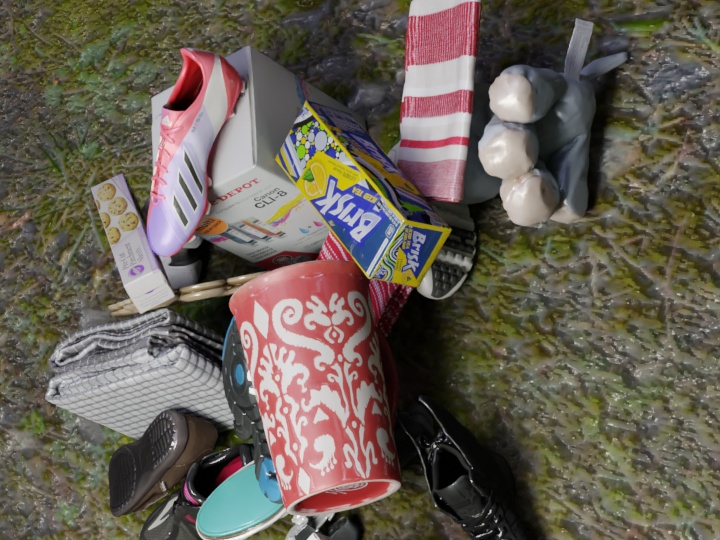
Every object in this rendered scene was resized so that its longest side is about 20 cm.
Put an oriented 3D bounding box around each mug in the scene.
[{"bbox_3d":[-0.016,0.108,1.391,0.133,0.176,0.202,-44,54,53],"label":"mug"}]

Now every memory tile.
[{"bbox_3d":[-0.179,0.026,1.609,0.200,0.152,0.017,165,94,-72],"label":"memory tile"}]

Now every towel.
[{"bbox_3d":[0.000,0.000,1.521,0.145,0.022,0.201,63,143,35],"label":"towel"},{"bbox_3d":[0.070,-0.165,1.432,0.144,0.023,0.203,-173,89,-69],"label":"towel"},{"bbox_3d":[-0.210,0.110,1.626,0.199,0.165,0.086,-18,55,34],"label":"towel"}]

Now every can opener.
[{"bbox_3d":[0.001,0.212,1.482,0.200,0.066,0.053,-47,13,12],"label":"can opener"}]

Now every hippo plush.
[{"bbox_3d":[0.128,-0.140,1.442,0.160,0.159,0.202,5,76,41],"label":"hippo plush"}]

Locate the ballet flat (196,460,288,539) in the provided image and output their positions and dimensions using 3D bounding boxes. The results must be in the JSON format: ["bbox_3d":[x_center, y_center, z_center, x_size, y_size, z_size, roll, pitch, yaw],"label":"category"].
[{"bbox_3d":[-0.072,0.207,1.516,0.200,0.069,0.070,-41,49,2],"label":"ballet flat"}]

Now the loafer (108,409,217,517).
[{"bbox_3d":[-0.213,0.214,1.643,0.200,0.070,0.074,-39,50,48],"label":"loafer"}]

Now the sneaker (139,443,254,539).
[{"bbox_3d":[-0.164,0.231,1.588,0.199,0.083,0.077,-38,51,22],"label":"sneaker"}]

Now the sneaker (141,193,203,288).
[{"bbox_3d":[-0.205,-0.069,1.700,0.075,0.201,0.115,6,61,-3],"label":"sneaker"}]

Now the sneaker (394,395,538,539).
[{"bbox_3d":[0.101,0.210,1.355,0.060,0.104,0.201,-36,52,22],"label":"sneaker"}]

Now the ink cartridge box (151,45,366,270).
[{"bbox_3d":[-0.102,-0.110,1.599,0.144,0.199,0.146,-23,58,32],"label":"ink cartridge box"}]

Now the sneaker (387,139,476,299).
[{"bbox_3d":[0.064,-0.057,1.531,0.081,0.075,0.202,-30,49,41],"label":"sneaker"}]

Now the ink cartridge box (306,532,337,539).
[{"bbox_3d":[-0.035,0.331,1.357,0.200,0.196,0.043,-47,47,14],"label":"ink cartridge box"}]

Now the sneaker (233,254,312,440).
[{"bbox_3d":[-0.069,0.084,1.569,0.076,0.090,0.202,155,130,-68],"label":"sneaker"}]

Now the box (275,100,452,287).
[{"bbox_3d":[0.000,-0.072,1.431,0.070,0.064,0.200,-59,44,23],"label":"box"}]

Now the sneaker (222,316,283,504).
[{"bbox_3d":[-0.077,0.128,1.477,0.073,0.081,0.202,-55,48,52],"label":"sneaker"}]

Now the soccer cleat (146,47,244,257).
[{"bbox_3d":[-0.174,-0.115,1.476,0.066,0.076,0.202,17,85,41],"label":"soccer cleat"}]

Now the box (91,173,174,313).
[{"bbox_3d":[-0.231,-0.031,1.545,0.041,0.039,0.200,-26,37,-2],"label":"box"}]
